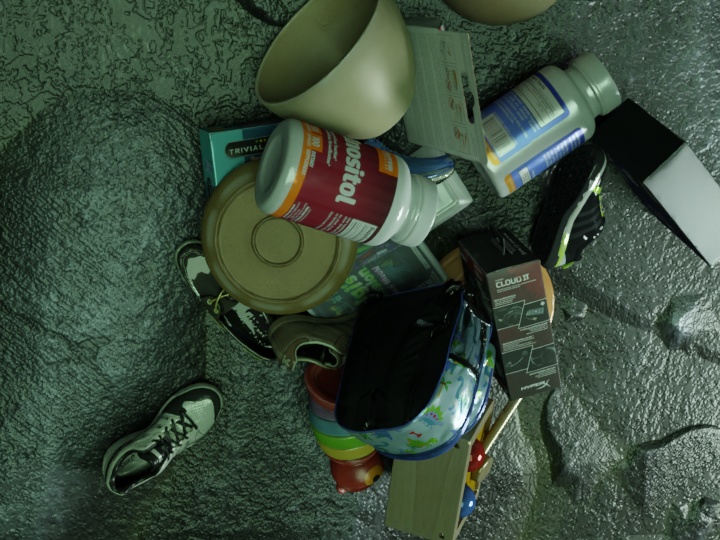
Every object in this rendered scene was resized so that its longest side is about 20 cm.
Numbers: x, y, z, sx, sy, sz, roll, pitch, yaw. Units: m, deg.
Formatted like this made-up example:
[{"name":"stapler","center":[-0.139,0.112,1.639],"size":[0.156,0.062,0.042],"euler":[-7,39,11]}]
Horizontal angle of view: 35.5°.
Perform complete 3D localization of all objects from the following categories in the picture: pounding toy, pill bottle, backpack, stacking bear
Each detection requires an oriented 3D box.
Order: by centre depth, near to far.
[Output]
[{"name":"pill bottle","center":[-0.014,-0.096,1.317],"size":[0.198,0.113,0.114],"euler":[16,106,-23]},{"name":"backpack","center":[0.073,0.137,1.412],"size":[0.182,0.201,0.147],"euler":[-10,139,40]},{"name":"pill bottle","center":[0.234,-0.194,1.464],"size":[0.199,0.112,0.112],"euler":[-34,111,3]},{"name":"stacking bear","center":[-0.013,0.222,1.569],"size":[0.121,0.113,0.202],"euler":[-32,128,-35]},{"name":"pounding toy","center":[0.139,0.250,1.571],"size":[0.141,0.200,0.186],"euler":[13,109,16]}]

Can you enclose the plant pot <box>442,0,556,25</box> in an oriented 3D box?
[{"name":"plant pot","center":[0.186,-0.395,1.377],"size":[0.198,0.135,0.202],"euler":[-3,109,-8]}]

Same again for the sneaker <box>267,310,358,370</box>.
[{"name":"sneaker","center":[-0.025,0.102,1.503],"size":[0.198,0.076,0.071],"euler":[-2,137,-24]}]

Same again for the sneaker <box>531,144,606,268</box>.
[{"name":"sneaker","center":[0.297,-0.086,1.527],"size":[0.082,0.072,0.201],"euler":[-1,133,-24]}]

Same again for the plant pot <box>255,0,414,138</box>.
[{"name":"plant pot","center":[-0.011,-0.238,1.367],"size":[0.200,0.201,0.134],"euler":[-44,123,7]}]

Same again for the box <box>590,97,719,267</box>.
[{"name":"box","center":[0.408,-0.114,1.478],"size":[0.079,0.141,0.200],"euler":[-45,126,6]}]

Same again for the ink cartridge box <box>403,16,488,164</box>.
[{"name":"ink cartridge box","center":[0.108,-0.226,1.386],"size":[0.050,0.200,0.162],"euler":[-21,112,-23]}]

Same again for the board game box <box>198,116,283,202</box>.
[{"name":"board game box","center":[-0.121,-0.092,1.451],"size":[0.150,0.047,0.202],"euler":[-12,109,-24]}]

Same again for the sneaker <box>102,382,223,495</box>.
[{"name":"sneaker","center":[-0.266,0.237,1.541],"size":[0.200,0.088,0.076],"euler":[-40,108,4]}]

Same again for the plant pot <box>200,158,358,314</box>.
[{"name":"plant pot","center":[-0.101,-0.039,1.393],"size":[0.198,0.028,0.202],"euler":[0,105,2]}]

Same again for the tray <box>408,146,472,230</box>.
[{"name":"tray","center":[0.047,-0.078,1.521],"size":[0.199,0.022,0.108],"euler":[-34,110,3]}]

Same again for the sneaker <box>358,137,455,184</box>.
[{"name":"sneaker","center":[0.030,-0.139,1.445],"size":[0.198,0.078,0.090],"euler":[-5,82,-22]}]

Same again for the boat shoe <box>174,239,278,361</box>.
[{"name":"boat shoe","center":[-0.170,0.041,1.504],"size":[0.072,0.061,0.201],"euler":[-41,110,6]}]

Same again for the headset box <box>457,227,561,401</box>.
[{"name":"headset box","center":[0.193,0.045,1.480],"size":[0.076,0.149,0.202],"euler":[-14,109,-5]}]

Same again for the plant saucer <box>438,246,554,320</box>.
[{"name":"plant saucer","center":[0.180,0.056,1.581],"size":[0.198,0.037,0.202],"euler":[-3,109,-9]}]

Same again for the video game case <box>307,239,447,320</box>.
[{"name":"video game case","center":[0.000,0.000,1.482],"size":[0.181,0.023,0.200],"euler":[-30,139,9]}]
